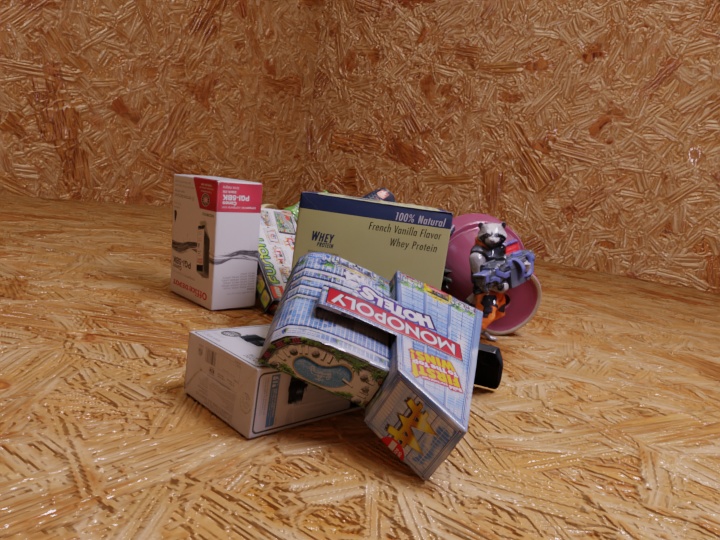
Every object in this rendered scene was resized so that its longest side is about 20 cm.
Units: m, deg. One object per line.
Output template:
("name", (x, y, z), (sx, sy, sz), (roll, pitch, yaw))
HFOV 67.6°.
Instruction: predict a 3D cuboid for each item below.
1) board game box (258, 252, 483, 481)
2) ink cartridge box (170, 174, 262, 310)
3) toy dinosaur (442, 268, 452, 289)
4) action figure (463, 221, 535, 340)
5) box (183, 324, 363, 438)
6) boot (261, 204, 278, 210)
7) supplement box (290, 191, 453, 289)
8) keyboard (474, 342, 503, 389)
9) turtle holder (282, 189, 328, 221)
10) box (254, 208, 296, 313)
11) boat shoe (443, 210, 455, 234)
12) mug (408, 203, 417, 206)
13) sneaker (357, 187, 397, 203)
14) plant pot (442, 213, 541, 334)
("board game box", (0.022, 0.069, 0.471), (0.200, 0.062, 0.200), (25, 25, -10))
("ink cartridge box", (-0.238, -0.049, 0.873), (0.083, 0.201, 0.147), (-5, 14, -45))
("toy dinosaur", (0.076, 0.030, 0.916), (0.135, 0.102, 0.201), (1, 53, -12))
("action figure", (0.181, 0.021, 0.806), (0.104, 0.194, 0.200), (13, 9, 35))
("box", (-0.055, 0.095, 0.533), (0.116, 0.060, 0.200), (16, 11, 42))
("boot", (-0.241, -0.105, 1.079), (0.155, 0.073, 0.200), (11, 1, 0))
("supplement box", (0.010, 0.002, 0.749), (0.199, 0.201, 0.134), (8, 8, 1))
("keyboard", (0.071, 0.078, 0.639), (0.199, 0.104, 0.040), (11, 49, 18))
("turtle holder", (-0.073, -0.077, 1.118), (0.141, 0.132, 0.185), (45, 6, 13))
("box", (-0.140, -0.022, 0.918), (0.110, 0.035, 0.200), (2, 52, -40))
("boat shoe", (0.083, -0.056, 0.914), (0.093, 0.075, 0.200), (-23, 6, 40))
("mug", (0.151, -0.037, 1.159), (0.200, 0.134, 0.177), (40, 1, -41))
("sneaker", (0.027, -0.147, 1.176), (0.075, 0.085, 0.200), (46, 13, 13))
("plant pot", (0.228, 0.017, 0.977), (0.199, 0.201, 0.179), (6, 24, -16))
